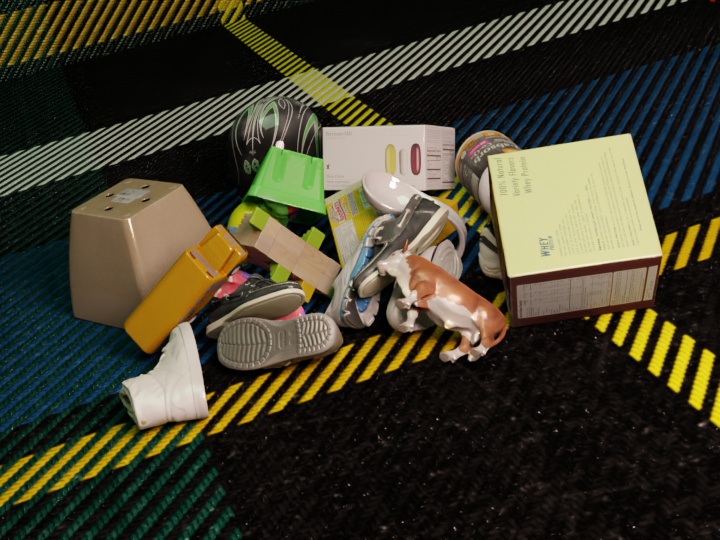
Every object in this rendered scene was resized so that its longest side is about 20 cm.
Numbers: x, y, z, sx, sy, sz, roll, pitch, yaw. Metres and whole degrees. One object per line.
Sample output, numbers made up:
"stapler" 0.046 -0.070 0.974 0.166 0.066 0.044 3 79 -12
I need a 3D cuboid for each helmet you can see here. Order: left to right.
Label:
"helmet" -0.155 -0.226 1.938 0.196 0.195 0.200 -2 1 0

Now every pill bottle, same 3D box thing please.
"pill bottle" 0.238 -0.151 1.743 0.114 0.118 0.200 -15 26 -8

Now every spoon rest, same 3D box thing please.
"spoon rest" 0.087 -0.094 1.620 0.198 0.061 0.100 34 32 -9

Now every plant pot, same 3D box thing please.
"plant pot" -0.353 -0.036 1.679 0.197 0.180 0.200 9 33 34

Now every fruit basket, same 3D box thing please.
"fruit basket" -0.146 -0.092 1.759 0.153 0.219 0.216 13 24 -10

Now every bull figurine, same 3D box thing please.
"bull figurine" 0.103 0.044 1.389 0.198 0.066 0.122 29 44 5

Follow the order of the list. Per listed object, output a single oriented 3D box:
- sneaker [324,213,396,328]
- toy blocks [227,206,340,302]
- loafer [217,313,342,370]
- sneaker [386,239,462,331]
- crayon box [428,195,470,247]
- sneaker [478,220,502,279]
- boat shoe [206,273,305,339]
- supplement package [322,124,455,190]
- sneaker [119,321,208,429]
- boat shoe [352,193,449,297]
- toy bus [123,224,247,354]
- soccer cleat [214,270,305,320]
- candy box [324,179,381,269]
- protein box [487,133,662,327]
"sneaker" 0.000 0.000 1.540 0.086 0.075 0.202 -15 38 49
"toy blocks" -0.129 -0.027 1.586 0.136 0.199 0.101 11 70 53
"loafer" -0.109 0.105 1.445 0.197 0.077 0.069 -5 -18 28
"sneaker" 0.080 0.031 1.514 0.080 0.077 0.200 -15 20 35
"crayon box" 0.075 -0.075 1.729 0.124 0.052 0.199 13 35 39
"sneaker" 0.269 -0.036 1.537 0.196 0.089 0.076 -2 26 15
"boat shoe" -0.151 0.040 1.482 0.074 0.067 0.198 13 -28 -35
"supplement package" 0.052 -0.199 1.861 0.197 0.113 0.155 1 5 25
"sneaker" -0.273 0.140 1.418 0.114 0.075 0.201 -12 27 -9
"boat shoe" 0.047 -0.036 1.502 0.067 0.072 0.200 36 58 13
"toy bus" -0.252 0.027 1.512 0.200 0.065 0.078 -47 -8 20
"soccer cleat" -0.141 0.045 1.570 0.198 0.068 0.076 22 13 39
"candy box" 0.006 -0.064 1.649 0.101 0.026 0.202 -28 45 13
"protein box" 0.285 -0.053 1.422 0.196 0.136 0.201 -8 58 5
